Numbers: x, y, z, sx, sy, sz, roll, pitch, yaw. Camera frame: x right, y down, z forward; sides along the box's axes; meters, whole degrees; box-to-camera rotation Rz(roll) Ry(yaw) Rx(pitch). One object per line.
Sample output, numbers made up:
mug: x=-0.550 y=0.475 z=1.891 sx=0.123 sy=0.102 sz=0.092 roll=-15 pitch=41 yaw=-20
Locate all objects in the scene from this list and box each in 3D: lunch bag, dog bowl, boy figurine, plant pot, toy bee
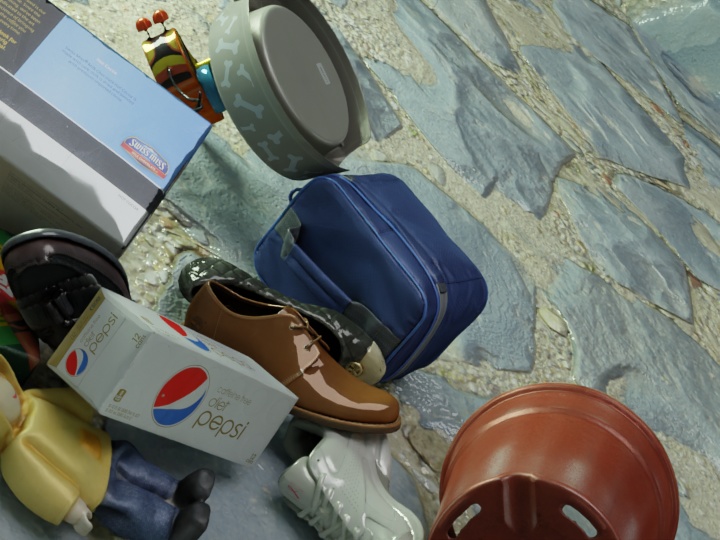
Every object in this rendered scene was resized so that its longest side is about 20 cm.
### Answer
lunch bag: x=0.000 y=0.000 z=1.321 sx=0.200 sy=0.136 sz=0.132 roll=49 pitch=27 yaw=18
dog bowl: x=-0.068 y=-0.175 z=1.348 sx=0.200 sy=0.059 sz=0.201 roll=46 pitch=32 yaw=-39
boy figurine: x=-0.195 y=0.119 z=0.974 sx=0.200 sy=0.064 sz=0.125 roll=37 pitch=29 yaw=-19
plant pot: x=0.138 y=0.203 z=1.102 sx=0.201 sy=0.201 sz=0.195 roll=45 pitch=16 yaw=6
toy bee: x=-0.166 y=-0.191 z=1.355 sx=0.131 sy=0.200 sz=0.109 roll=-24 pitch=92 yaw=-19

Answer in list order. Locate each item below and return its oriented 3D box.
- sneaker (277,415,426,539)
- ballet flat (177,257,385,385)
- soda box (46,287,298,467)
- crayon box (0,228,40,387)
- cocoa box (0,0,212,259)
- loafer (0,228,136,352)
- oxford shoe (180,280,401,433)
sneaker: x=-0.017 y=0.188 z=1.113 sx=0.099 sy=0.078 sz=0.200 roll=17 pitch=27 yaw=-28
ballet flat: x=-0.068 y=0.053 z=1.233 sx=0.200 sy=0.067 sz=0.057 roll=27 pitch=22 yaw=-13
soda box: x=-0.129 y=0.080 z=1.033 sx=0.064 sy=0.068 sz=0.200 roll=36 pitch=1 yaw=32
crayon box: x=-0.321 y=0.003 z=0.987 sx=0.200 sy=0.051 sz=0.127 roll=22 pitch=34 yaw=-33
cocoa box: x=-0.241 y=-0.103 z=1.105 sx=0.200 sy=0.133 sz=0.131 roll=37 pitch=61 yaw=-9
loafer: x=-0.191 y=0.037 z=1.015 sx=0.200 sy=0.072 sz=0.063 roll=66 pitch=9 yaw=-63
oxford shoe: x=-0.052 y=0.071 z=1.161 sx=0.199 sy=0.071 sz=0.071 roll=26 pitch=15 yaw=3
